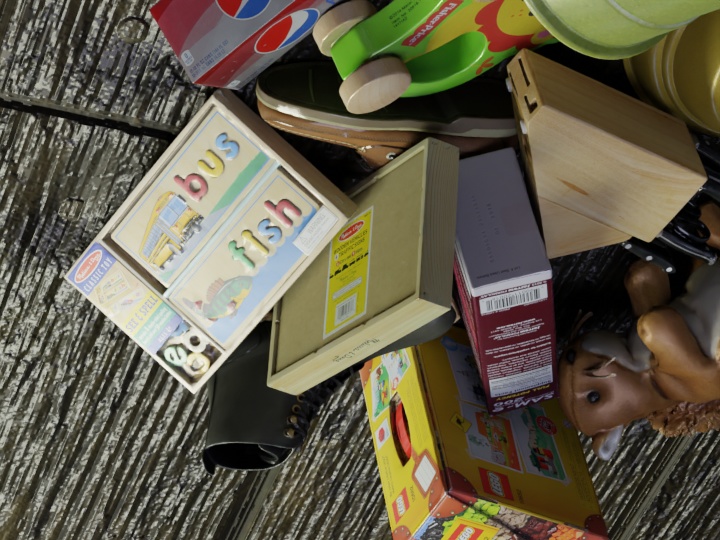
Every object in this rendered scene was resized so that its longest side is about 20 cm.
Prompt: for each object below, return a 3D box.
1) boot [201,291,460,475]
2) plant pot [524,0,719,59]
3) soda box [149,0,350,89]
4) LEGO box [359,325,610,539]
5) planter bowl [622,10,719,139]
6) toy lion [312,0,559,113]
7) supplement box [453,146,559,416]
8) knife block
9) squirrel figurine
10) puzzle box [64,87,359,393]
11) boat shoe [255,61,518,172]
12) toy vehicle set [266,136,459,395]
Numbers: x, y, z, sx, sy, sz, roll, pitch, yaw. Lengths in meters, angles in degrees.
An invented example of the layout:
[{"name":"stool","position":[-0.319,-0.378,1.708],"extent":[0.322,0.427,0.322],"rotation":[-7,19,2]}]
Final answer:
[{"name":"boot","position":[-0.023,0.084,1.643],"extent":[0.199,0.139,0.078],"rotation":[-13,137,16]},{"name":"plant pot","position":[0.215,-0.235,1.333],"extent":[0.190,0.200,0.200],"rotation":[0,150,49]},{"name":"soda box","position":[-0.038,-0.202,1.442],"extent":[0.200,0.064,0.070],"rotation":[-37,165,20]},{"name":"LEGO box","position":[0.092,0.141,1.694],"extent":[0.149,0.200,0.077],"rotation":[19,125,-24]},{"name":"planter bowl","position":[0.290,-0.151,1.551],"extent":[0.200,0.084,0.201],"rotation":[-5,133,-6]},{"name":"toy lion","position":[0.095,-0.182,1.472],"extent":[0.191,0.069,0.200],"rotation":[0,148,-49]},{"name":"supplement box","position":[0.102,0.011,1.607],"extent":[0.061,0.109,0.200],"rotation":[-14,151,-1]},{"name":"knife block","position":[0.201,-0.081,1.549],"extent":[0.175,0.064,0.200],"rotation":[-15,136,-1]},{"name":"squirrel figurine","position":[0.250,0.077,1.700],"extent":[0.186,0.142,0.200],"rotation":[-35,137,8]},{"name":"puzzle box","position":[-0.110,-0.020,1.589],"extent":[0.133,0.025,0.200],"rotation":[42,119,0]},{"name":"boat shoe","position":[0.019,-0.098,1.556],"extent":[0.199,0.072,0.068],"rotation":[6,129,-15]},{"name":"toy vehicle set","position":[0.000,0.000,1.554],"extent":[0.026,0.125,0.200],"rotation":[19,151,-27]}]
